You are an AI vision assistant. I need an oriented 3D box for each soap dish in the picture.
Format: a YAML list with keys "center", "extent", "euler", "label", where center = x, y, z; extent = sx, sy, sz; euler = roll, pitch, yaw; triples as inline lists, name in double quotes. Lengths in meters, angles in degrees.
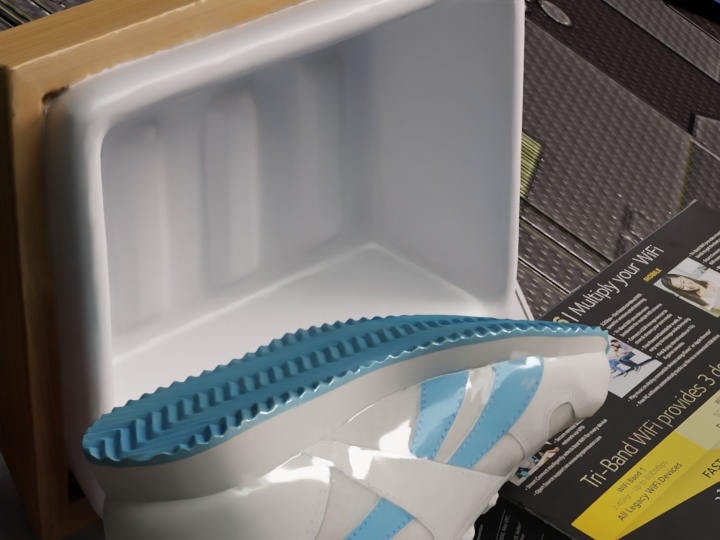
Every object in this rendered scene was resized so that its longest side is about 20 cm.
- center: [-0.037, -0.025, 0.716]
  extent: [0.199, 0.158, 0.081]
  euler: [-26, 37, -38]
  label: "soap dish"

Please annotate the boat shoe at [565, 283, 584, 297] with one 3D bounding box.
- center: [0.168, 0.043, 1.037]
  extent: [0.199, 0.076, 0.060]
  euler: [14, -6, -22]
  label: "boat shoe"

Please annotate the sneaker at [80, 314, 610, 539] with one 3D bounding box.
- center: [0.003, 0.060, 0.662]
  extent: [0.076, 0.081, 0.199]
  euler: [1, 13, 44]
  label: "sneaker"

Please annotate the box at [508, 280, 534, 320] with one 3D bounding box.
- center: [0.000, 0.000, 0.895]
  extent: [0.116, 0.060, 0.200]
  euler: [20, 31, -31]
  label: "box"

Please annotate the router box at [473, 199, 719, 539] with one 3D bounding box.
- center: [0.126, 0.066, 0.770]
  extent: [0.157, 0.052, 0.200]
  euler: [30, 41, 26]
  label: "router box"

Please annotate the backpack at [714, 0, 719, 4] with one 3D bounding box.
- center: [0.221, -0.293, 1.559]
  extent: [0.182, 0.147, 0.200]
  euler: [17, 29, -40]
  label: "backpack"
